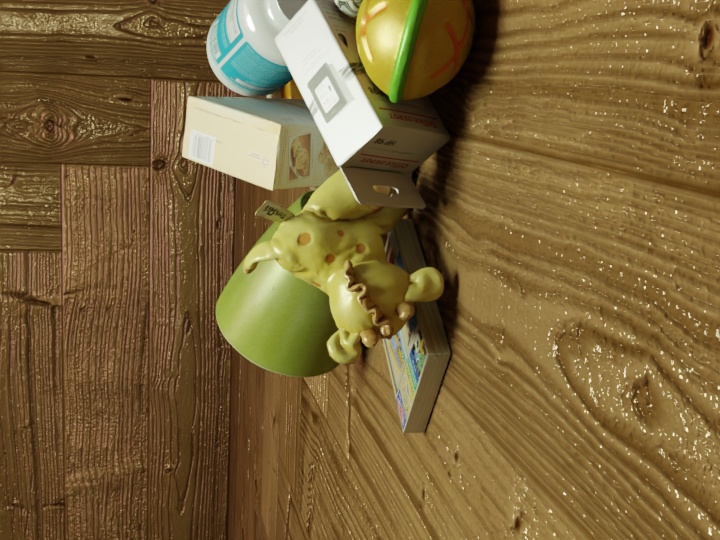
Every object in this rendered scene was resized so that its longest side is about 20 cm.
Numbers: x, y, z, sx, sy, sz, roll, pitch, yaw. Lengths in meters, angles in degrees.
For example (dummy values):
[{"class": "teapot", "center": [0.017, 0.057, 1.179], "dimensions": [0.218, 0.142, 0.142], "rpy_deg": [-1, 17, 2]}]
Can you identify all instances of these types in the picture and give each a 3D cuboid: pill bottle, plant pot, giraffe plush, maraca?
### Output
[{"class": "pill bottle", "center": [-0.093, -0.266, 1.113], "dimensions": [0.200, 0.110, 0.111], "rpy_deg": [168, 103, -66]}, {"class": "plant pot", "center": [-0.070, 0.002, 1.324], "dimensions": [0.187, 0.186, 0.200], "rpy_deg": [-105, 32, -48]}, {"class": "giraffe plush", "center": [0.000, 0.000, 1.020], "dimensions": [0.162, 0.200, 0.173], "rpy_deg": [50, 119, 20]}, {"class": "maraca", "center": [0.053, -0.230, 0.942], "dimensions": [0.200, 0.107, 0.137], "rpy_deg": [-71, 0, -62]}]

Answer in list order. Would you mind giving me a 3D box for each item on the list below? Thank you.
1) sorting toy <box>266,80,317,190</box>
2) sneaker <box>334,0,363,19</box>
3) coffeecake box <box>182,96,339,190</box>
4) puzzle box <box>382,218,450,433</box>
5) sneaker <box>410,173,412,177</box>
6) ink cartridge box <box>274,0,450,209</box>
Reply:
[{"class": "sorting toy", "center": [-0.061, -0.187, 1.369], "dimensions": [0.036, 0.185, 0.201], "rpy_deg": [-25, 57, 26]}, {"class": "sneaker", "center": [0.024, -0.331, 0.991], "dimensions": [0.200, 0.078, 0.082], "rpy_deg": [-57, -20, -20]}, {"class": "coffeecake box", "center": [-0.075, -0.149, 1.161], "dimensions": [0.153, 0.200, 0.073], "rpy_deg": [22, 111, 38]}, {"class": "puzzle box", "center": [0.052, 0.058, 1.109], "dimensions": [0.200, 0.025, 0.133], "rpy_deg": [-103, 18, -44]}, {"class": "sneaker", "center": [0.034, -0.142, 1.098], "dimensions": [0.080, 0.070, 0.201], "rpy_deg": [31, 128, 51]}, {"class": "ink cartridge box", "center": [0.011, -0.162, 0.995], "dimensions": [0.067, 0.116, 0.200], "rpy_deg": [-39, 67, 32]}]
